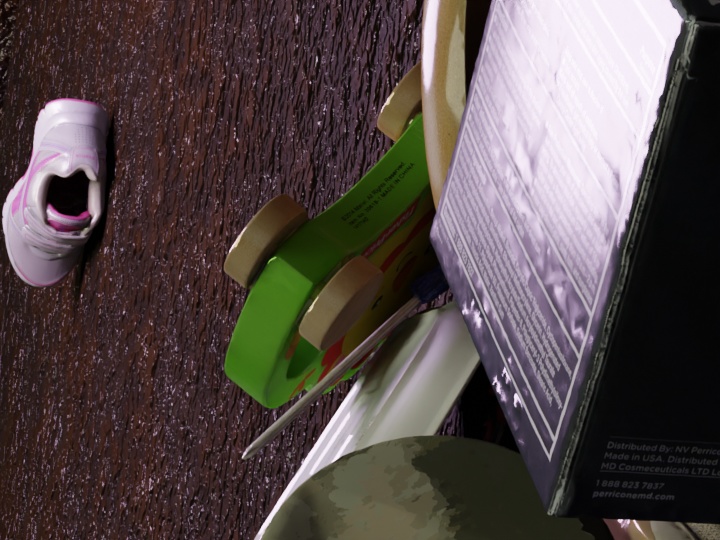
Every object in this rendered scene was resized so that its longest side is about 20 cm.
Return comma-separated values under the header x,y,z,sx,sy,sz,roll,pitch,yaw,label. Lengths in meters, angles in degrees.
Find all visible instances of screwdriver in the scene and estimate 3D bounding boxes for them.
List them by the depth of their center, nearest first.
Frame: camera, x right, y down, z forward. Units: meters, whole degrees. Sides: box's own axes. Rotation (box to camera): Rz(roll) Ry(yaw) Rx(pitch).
x,y,z,sx,sy,sz,roll,pitch,yaw,label
0.015,0.022,1.407,0.028,0.200,0.029,34,151,35,screwdriver

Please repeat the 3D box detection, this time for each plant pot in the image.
x,y,z,sx,sy,sz,roll,pitch,yaw,label
0.058,-0.081,1.344,0.200,0.027,0.201,-1,-90,-74,plant pot

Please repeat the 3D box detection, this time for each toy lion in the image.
x,y,z,sx,sy,sz,roll,pitch,yaw,label
0.000,0.000,1.482,0.200,0.069,0.192,-44,-14,-36,toy lion

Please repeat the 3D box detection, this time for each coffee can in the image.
x,y,z,sx,sy,sz,roll,pitch,yaw,label
0.027,0.178,1.170,0.200,0.146,0.147,92,174,-57,coffee can

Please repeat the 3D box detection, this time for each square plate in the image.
x,y,z,sx,sy,sz,roll,pitch,yaw,label
0.001,0.090,1.479,0.200,0.028,0.198,-57,5,-9,square plate

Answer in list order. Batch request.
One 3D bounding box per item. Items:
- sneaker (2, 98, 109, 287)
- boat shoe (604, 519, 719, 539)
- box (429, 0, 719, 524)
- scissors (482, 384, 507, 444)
x,y,z,sx,sy,sz,roll,pitch,yaw,label
-0.276,-0.055,2.688,0.088,0.081,0.201,-99,20,-48,sneaker
0.125,0.094,1.148,0.200,0.064,0.072,-120,22,-62,boat shoe
0.121,-0.043,1.092,0.200,0.123,0.199,-111,29,-56,box
0.069,0.066,1.476,0.200,0.014,0.073,109,158,-46,scissors
